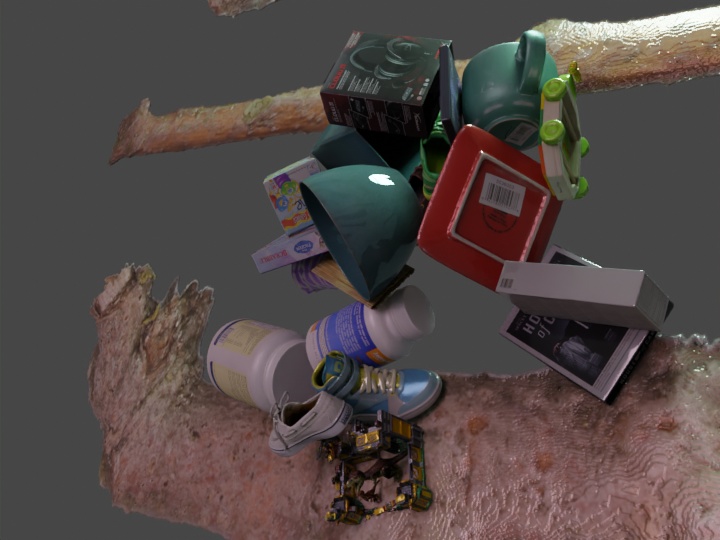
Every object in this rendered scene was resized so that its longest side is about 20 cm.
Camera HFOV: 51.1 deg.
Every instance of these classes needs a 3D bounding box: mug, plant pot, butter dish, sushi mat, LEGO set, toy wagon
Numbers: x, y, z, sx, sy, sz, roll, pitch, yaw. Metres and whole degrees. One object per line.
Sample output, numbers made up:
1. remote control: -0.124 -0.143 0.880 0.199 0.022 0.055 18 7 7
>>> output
1. mug: 0.225 -0.260 1.147 0.150 0.185 0.116 -10 62 23
2. plant pot: 0.009 -0.237 1.373 0.199 0.141 0.142 -6 46 53
3. butter dish: 0.174 -0.081 1.123 0.202 0.198 0.148 -67 17 -7
4. sushi mat: 0.000 0.000 1.219 0.096 0.012 0.199 -42 34 -13
5. LEGO set: 0.002 0.288 1.102 0.198 0.115 0.156 -17 55 40
6. toy wagon: 0.289 -0.202 1.067 0.039 0.155 0.203 -5 63 28
7. plant pot: 0.016 -0.076 1.118 0.134 0.201 0.200 -31 41 -9

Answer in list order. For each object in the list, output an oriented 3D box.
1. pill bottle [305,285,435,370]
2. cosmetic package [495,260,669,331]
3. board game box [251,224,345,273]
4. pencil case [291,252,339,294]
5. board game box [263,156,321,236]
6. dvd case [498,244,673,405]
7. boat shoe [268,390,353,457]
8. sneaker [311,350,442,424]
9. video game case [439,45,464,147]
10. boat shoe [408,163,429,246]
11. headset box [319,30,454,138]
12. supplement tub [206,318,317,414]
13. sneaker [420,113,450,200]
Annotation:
1. pill bottle: 0.017 0.100 1.204 0.199 0.112 0.113 -28 49 32
2. cosmetic package: 0.279 0.029 0.963 0.199 0.082 0.051 6 68 46
3. board game box: -0.062 -0.071 1.344 0.198 0.042 0.199 -16 14 37
4. pencil case: -0.041 0.004 1.346 0.199 0.083 0.087 1 103 48
5. board game box: -0.113 -0.143 1.398 0.104 0.104 0.200 -25 12 -2
6. dvd case: 0.293 0.066 1.008 0.199 0.025 0.151 34 93 49
7. boat shoe: -0.101 0.224 1.143 0.201 0.086 0.075 -31 25 49
8. sneaker: 0.014 0.168 1.135 0.198 0.131 0.080 -17 43 24
9. video game case: 0.157 -0.233 1.193 0.019 0.200 0.145 -8 60 19
10. boat shoe: 0.114 -0.143 1.281 0.070 0.070 0.202 13 75 52
11. headset box: 0.038 -0.305 1.224 0.198 0.078 0.150 14 61 22
12. supplement tub: -0.163 0.169 1.322 0.199 0.144 0.147 9 74 48
13. sneaker: 0.133 -0.209 1.228 0.073 0.084 0.202 -2 61 3
